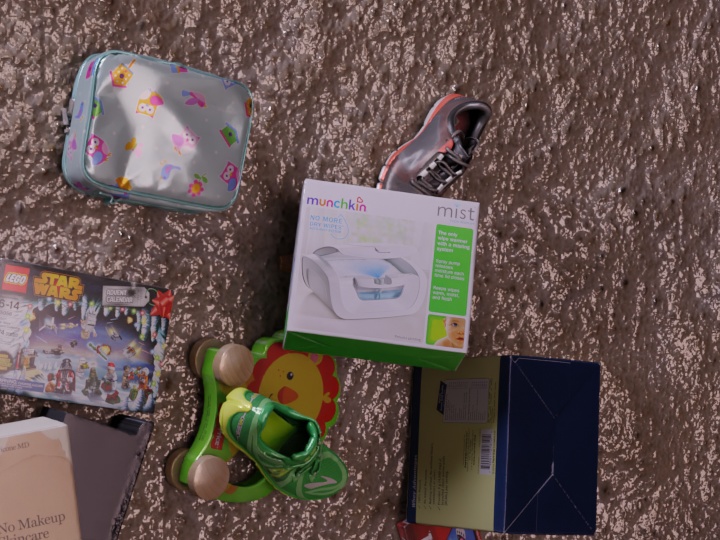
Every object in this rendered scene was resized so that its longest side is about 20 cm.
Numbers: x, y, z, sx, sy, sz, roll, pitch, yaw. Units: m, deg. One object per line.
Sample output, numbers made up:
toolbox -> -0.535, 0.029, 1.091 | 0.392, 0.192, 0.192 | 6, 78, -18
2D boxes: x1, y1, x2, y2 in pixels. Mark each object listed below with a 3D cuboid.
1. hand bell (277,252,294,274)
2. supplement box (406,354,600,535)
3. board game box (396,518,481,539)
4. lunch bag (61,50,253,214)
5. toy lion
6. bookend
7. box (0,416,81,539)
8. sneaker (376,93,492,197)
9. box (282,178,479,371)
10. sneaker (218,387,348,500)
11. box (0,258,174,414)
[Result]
hand bell -> 0.000, 0.000, 1.807 | 0.199, 0.104, 0.105 | 4, 91, -18
supplement box -> 0.165, 0.204, 1.824 | 0.134, 0.199, 0.202 | 7, 82, -30
board game box -> 0.115, 0.383, 1.921 | 0.103, 0.019, 0.201 | -23, 104, -27
lunch bag -> -0.219, -0.141, 1.655 | 0.199, 0.077, 0.162 | 11, 88, -31
toy lion -> -0.109, 0.163, 1.754 | 0.191, 0.068, 0.201 | 16, 84, -38
bookend -> -0.342, 0.219, 1.592 | 0.199, 0.092, 0.200 | 22, 80, -29
box -> -0.324, 0.249, 1.504 | 0.094, 0.078, 0.202 | -10, 95, -28
sneaker -> 0.089, -0.128, 1.840 | 0.077, 0.082, 0.201 | 37, 74, -27
box -> 0.023, 0.006, 1.725 | 0.199, 0.097, 0.178 | 8, 74, -4
sneaker -> -0.074, 0.199, 1.699 | 0.200, 0.083, 0.074 | 42, 67, -41
box -> -0.301, 0.070, 1.638 | 0.199, 0.040, 0.138 | 11, 86, -31
